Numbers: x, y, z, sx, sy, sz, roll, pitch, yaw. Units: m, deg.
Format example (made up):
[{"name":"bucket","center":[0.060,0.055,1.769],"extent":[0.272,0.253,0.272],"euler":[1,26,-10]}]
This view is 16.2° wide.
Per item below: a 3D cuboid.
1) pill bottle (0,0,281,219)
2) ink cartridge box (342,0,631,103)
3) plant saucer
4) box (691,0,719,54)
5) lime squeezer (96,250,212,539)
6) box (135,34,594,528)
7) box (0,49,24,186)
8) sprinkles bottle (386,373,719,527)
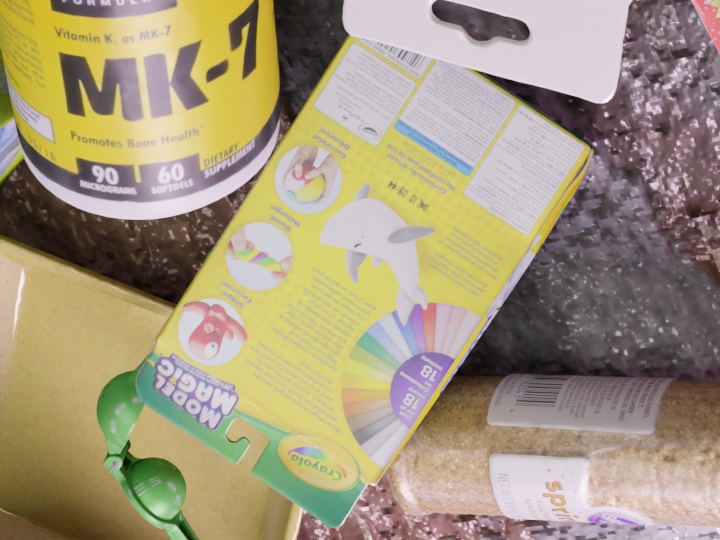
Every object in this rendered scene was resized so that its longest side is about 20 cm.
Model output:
[{"name":"pill bottle","center":[-0.093,-0.127,1.011],"extent":[0.114,0.114,0.200],"euler":[15,139,17]},{"name":"ink cartridge box","center":[0.064,-0.172,0.903],"extent":[0.117,0.067,0.200],"euler":[17,120,16]},{"name":"plant saucer","center":[-0.113,0.087,1.224],"extent":[0.200,0.048,0.200],"euler":[22,120,14]},{"name":"box","center":[0.209,-0.080,0.977],"extent":[0.103,0.095,0.200],"euler":[-23,102,31]},{"name":"lime squeezer","center":[-0.084,0.083,1.168],"extent":[0.071,0.038,0.200],"euler":[-8,112,-7]},{"name":"box","center":[0.000,0.000,1.088],"extent":[0.117,0.048,0.200],"euler":[34,96,3]},{"name":"box","center":[-0.198,-0.043,1.110],"extent":[0.048,0.200,0.122],"euler":[44,123,-1]},{"name":"sprinkles bottle","center":[0.113,0.079,1.109],"extent":[0.200,0.068,0.068],"euler":[1,113,24]}]
